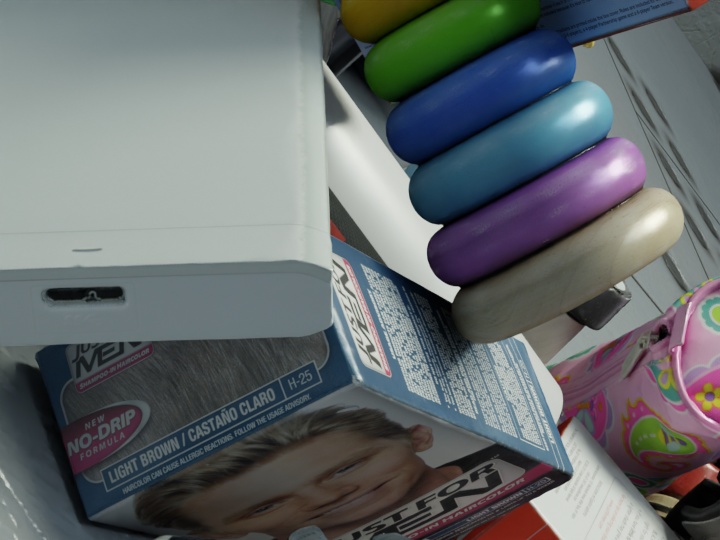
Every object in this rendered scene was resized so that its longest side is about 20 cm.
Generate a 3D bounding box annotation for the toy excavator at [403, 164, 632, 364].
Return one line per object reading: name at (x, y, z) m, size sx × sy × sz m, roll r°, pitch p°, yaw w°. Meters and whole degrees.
toy excavator at (0.029, -0.019, 1.025) m, size 0.200 × 0.100 × 0.195 m, roll 41°, pitch 18°, yaw -15°

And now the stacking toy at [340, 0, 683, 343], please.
stacking toy at (0.026, -0.080, 0.705) m, size 0.201 × 0.085 × 0.085 m, roll 61°, pitch 15°, yaw -2°

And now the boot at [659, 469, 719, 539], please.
boot at (0.191, 0.161, 1.017) m, size 0.131 × 0.070 × 0.200 m, roll 39°, pitch -30°, yaw 9°

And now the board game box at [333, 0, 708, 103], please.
board game box at (0.039, -0.121, 0.742) m, size 0.103 × 0.019 × 0.200 m, roll 60°, pitch -26°, yaw -11°

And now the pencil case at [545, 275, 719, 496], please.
pencil case at (0.142, 0.062, 1.024) m, size 0.088 × 0.087 × 0.200 m, roll 60°, pitch -24°, yaw 5°

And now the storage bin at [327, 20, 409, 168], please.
storage bin at (0.014, -0.162, 1.136) m, size 0.135 × 0.145 × 0.200 m, roll 53°, pitch 9°, yaw 15°

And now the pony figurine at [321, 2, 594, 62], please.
pony figurine at (0.017, -0.164, 0.967) m, size 0.167 × 0.199 × 0.194 m, roll 87°, pitch 15°, yaw -71°

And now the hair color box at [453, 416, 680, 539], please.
hair color box at (0.126, 0.172, 0.923) m, size 0.200 × 0.064 × 0.111 m, roll 49°, pitch 22°, yaw 0°

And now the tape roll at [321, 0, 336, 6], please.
tape roll at (0.018, -0.207, 0.870) m, size 0.201 × 0.200 × 0.048 m, roll 56°, pitch -18°, yaw -10°

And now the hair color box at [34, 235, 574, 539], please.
hair color box at (-0.011, 0.051, 0.714) m, size 0.200 × 0.100 × 0.061 m, roll 28°, pitch 37°, yaw -62°

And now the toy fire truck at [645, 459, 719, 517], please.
toy fire truck at (0.215, 0.157, 1.163) m, size 0.199 × 0.113 × 0.168 m, roll 21°, pitch -26°, yaw 21°

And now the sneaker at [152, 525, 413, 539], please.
sneaker at (0.000, 0.118, 0.667) m, size 0.200 × 0.079 × 0.079 m, roll 35°, pitch 29°, yaw -54°

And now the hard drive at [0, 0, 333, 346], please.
hard drive at (-0.076, -0.041, 0.642) m, size 0.200 × 0.131 × 0.026 m, roll -94°, pitch -177°, yaw -59°

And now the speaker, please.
speaker at (0.000, 0.000, 0.883) m, size 0.200 × 0.081 × 0.081 m, roll 54°, pitch 16°, yaw -22°
